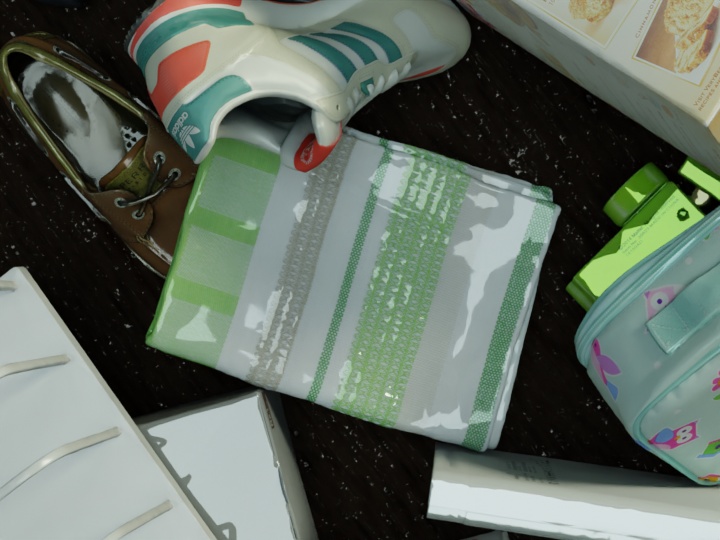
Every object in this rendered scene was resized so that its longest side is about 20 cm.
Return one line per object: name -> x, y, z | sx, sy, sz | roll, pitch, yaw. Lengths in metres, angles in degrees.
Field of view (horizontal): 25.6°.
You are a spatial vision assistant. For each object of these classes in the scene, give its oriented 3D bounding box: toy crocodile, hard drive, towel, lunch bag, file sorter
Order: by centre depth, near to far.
file sorter -> -0.177, 0.120, 0.765 | 0.138, 0.125, 0.201 | -37, 87, 4
lunch bag -> 0.211, 0.013, 0.791 | 0.200, 0.160, 0.077 | -41, 53, 13
hard drive -> 0.134, 0.122, 0.822 | 0.197, 0.132, 0.027 | 8, 91, 4
towel -> 0.000, 0.000, 0.844 | 0.198, 0.031, 0.151 | 17, 81, -11
toy crocodile -> 0.190, -0.050, 0.852 | 0.067, 0.062, 0.201 | 41, 98, 12

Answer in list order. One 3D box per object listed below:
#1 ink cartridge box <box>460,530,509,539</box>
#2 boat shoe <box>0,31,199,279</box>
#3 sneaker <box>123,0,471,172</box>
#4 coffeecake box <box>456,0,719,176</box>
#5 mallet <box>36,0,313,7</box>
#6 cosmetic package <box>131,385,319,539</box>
ink cartridge box -> -0.007, 0.211, 0.827 | 0.198, 0.147, 0.084 | -15, 92, 4
boat shoe -> -0.123, -0.049, 0.865 | 0.199, 0.068, 0.072 | 39, 93, 1
sneaker -> -0.019, -0.092, 0.812 | 0.198, 0.070, 0.094 | -6, 63, -34
coffeecake box -> 0.122, -0.130, 0.771 | 0.199, 0.153, 0.073 | 37, 96, 24
mallet -> -0.094, -0.154, 0.878 | 0.198, 0.041, 0.067 | 20, 92, -1
cosmetic package -> -0.128, 0.136, 0.865 | 0.197, 0.090, 0.108 | -14, 90, 1
